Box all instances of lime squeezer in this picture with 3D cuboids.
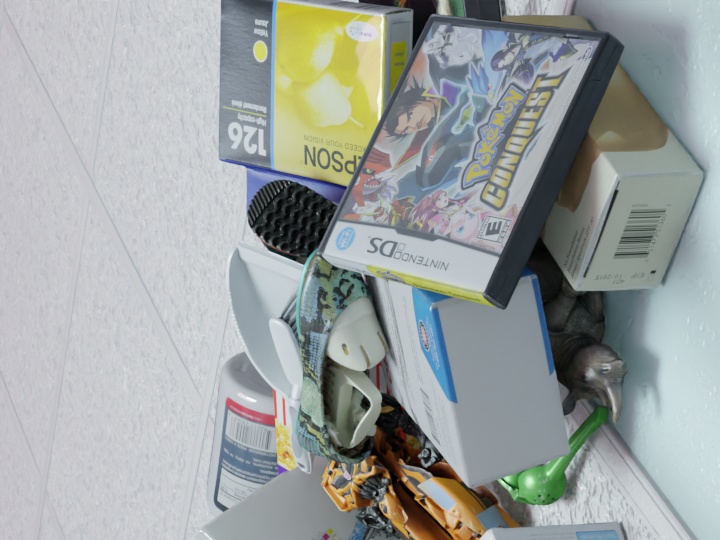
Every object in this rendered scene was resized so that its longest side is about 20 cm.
[{"bbox_3d":[0.127,0.144,1.619,0.200,0.038,0.071,164,103,-66],"label":"lime squeezer"}]

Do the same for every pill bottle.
[{"bbox_3d":[-0.084,0.186,2.001,0.120,0.119,0.200,-132,46,-56],"label":"pill bottle"}]

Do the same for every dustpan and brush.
[{"bbox_3d":[-0.048,0.083,1.721,0.139,0.057,0.200,22,143,32],"label":"dustpan and brush"}]

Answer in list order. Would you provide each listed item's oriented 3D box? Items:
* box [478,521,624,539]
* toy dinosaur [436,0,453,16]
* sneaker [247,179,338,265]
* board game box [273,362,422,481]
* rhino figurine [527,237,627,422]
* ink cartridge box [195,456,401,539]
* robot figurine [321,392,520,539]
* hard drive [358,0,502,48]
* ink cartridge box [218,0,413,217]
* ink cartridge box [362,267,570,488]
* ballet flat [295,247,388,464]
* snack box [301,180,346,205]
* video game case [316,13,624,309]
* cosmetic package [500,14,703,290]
[{"bbox_3d":[0.116,0.274,1.559,0.200,0.112,0.101,122,141,-51],"label":"box"},{"bbox_3d":[0.091,-0.139,1.632,0.088,0.047,0.200,21,136,28],"label":"toy dinosaur"},{"bbox_3d":[-0.001,0.000,1.721,0.070,0.200,0.093,-56,-8,-7],"label":"sneaker"},{"bbox_3d":[-0.006,0.121,1.791,0.151,0.046,0.200,25,131,36],"label":"board game box"},{"bbox_3d":[0.149,0.032,1.534,0.200,0.060,0.087,66,145,38],"label":"rhino figurine"},{"bbox_3d":[-0.036,0.289,1.780,0.200,0.145,0.147,44,139,20],"label":"ink cartridge box"},{"bbox_3d":[0.047,0.190,1.694,0.200,0.058,0.145,42,136,20],"label":"robot figurine"},{"bbox_3d":[0.055,-0.220,1.754,0.200,0.038,0.140,153,113,-65],"label":"hard drive"},{"bbox_3d":[-0.040,-0.123,1.734,0.198,0.047,0.200,14,107,42],"label":"ink cartridge box"},{"bbox_3d":[0.070,0.048,1.553,0.200,0.084,0.145,-133,28,-66],"label":"ink cartridge box"},{"bbox_3d":[-0.009,0.069,1.608,0.074,0.074,0.200,-117,20,-44],"label":"ballet flat"},{"bbox_3d":[0.013,-0.045,1.770,0.142,0.053,0.200,14,112,41],"label":"snack box"},{"bbox_3d":[0.073,-0.081,1.469,0.181,0.025,0.200,14,75,49],"label":"video game case"},{"bbox_3d":[0.154,-0.086,1.496,0.200,0.071,0.105,-120,37,-46],"label":"cosmetic package"}]
